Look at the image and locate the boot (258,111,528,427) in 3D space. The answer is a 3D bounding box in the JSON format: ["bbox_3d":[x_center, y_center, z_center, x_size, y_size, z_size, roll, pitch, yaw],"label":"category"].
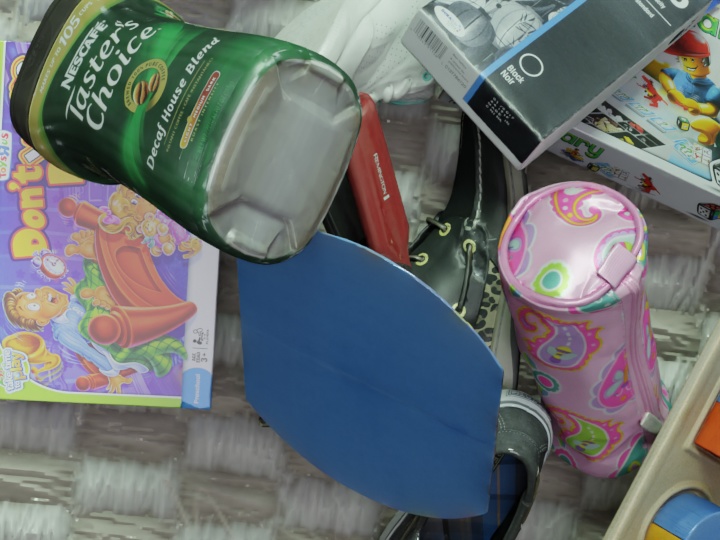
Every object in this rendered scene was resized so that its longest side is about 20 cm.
[{"bbox_3d":[0.017,0.001,0.992,0.152,0.073,0.206,2,93,-5],"label":"boot"}]

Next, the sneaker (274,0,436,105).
[{"bbox_3d":[0.002,-0.116,0.967,0.089,0.075,0.201,47,71,-28],"label":"sneaker"}]

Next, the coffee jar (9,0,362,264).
[{"bbox_3d":[-0.096,-0.081,0.866,0.085,0.199,0.105,24,90,-44],"label":"coffee jar"}]

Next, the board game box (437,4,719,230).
[{"bbox_3d":[0.153,-0.114,0.990,0.198,0.035,0.127,23,60,-9],"label":"board game box"}]

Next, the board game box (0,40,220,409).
[{"bbox_3d":[-0.146,-0.026,0.980,0.133,0.045,0.202,3,94,-8],"label":"board game box"}]

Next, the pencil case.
[{"bbox_3d":[0.130,0.039,0.954,0.087,0.088,0.201,-27,141,-5],"label":"pencil case"}]

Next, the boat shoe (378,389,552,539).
[{"bbox_3d":[0.053,0.162,0.978,0.069,0.066,0.201,28,117,-4],"label":"boat shoe"}]

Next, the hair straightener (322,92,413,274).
[{"bbox_3d":[0.000,0.000,0.935,0.041,0.076,0.201,-45,123,-43],"label":"hair straightener"}]

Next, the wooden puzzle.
[{"bbox_3d":[0.232,0.138,1.004,0.185,0.046,0.201,30,92,-40],"label":"wooden puzzle"}]

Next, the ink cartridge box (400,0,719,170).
[{"bbox_3d":[0.123,-0.149,0.953,0.100,0.039,0.200,46,59,6],"label":"ink cartridge box"}]

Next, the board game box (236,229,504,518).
[{"bbox_3d":[0.011,0.047,0.905,0.157,0.201,0.039,24,52,21],"label":"board game box"}]
